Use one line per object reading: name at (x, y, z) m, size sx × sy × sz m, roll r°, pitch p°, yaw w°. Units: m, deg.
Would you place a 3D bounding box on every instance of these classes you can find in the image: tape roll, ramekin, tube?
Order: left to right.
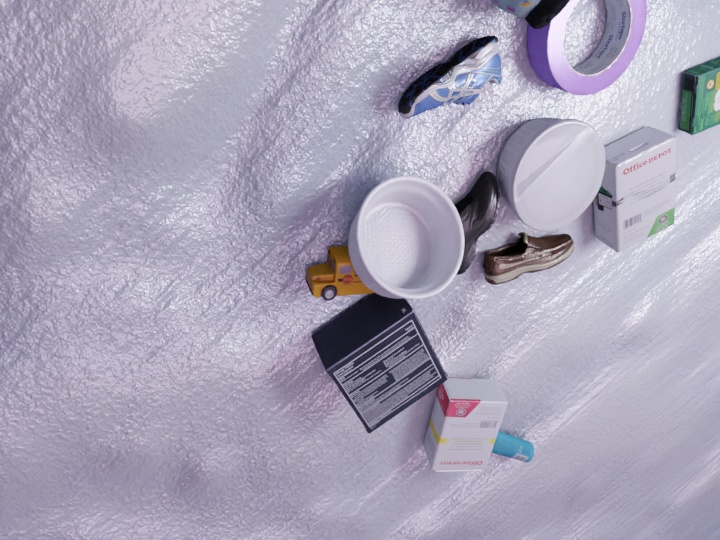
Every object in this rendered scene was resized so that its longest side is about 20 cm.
ramekin at (0.071, -0.048, 0.967) m, size 0.193 × 0.097 × 0.208 m, roll 3°, pitch 80°, yaw -18°
tube at (0.349, 0.435, 1.415) m, size 0.195 × 0.051 × 0.079 m, roll 22°, pitch 106°, yaw -22°
ramekin at (0.344, -0.187, 1.044) m, size 0.195 × 0.095 × 0.209 m, roll -9°, pitch 121°, yaw -16°
tape roll at (0.383, -0.410, 0.956) m, size 0.193 × 0.066 × 0.206 m, roll -9°, pitch 121°, yaw -15°

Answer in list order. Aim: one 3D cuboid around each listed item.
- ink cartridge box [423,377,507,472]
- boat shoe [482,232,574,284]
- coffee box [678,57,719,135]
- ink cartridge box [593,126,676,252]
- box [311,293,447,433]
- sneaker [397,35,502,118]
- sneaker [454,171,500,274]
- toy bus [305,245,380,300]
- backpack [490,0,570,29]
ink cartridge box at (0.236, 0.355, 1.296) m, size 0.140 × 0.084 × 0.206 m, roll 4°, pitch 116°, yaw -13°
boat shoe at (0.340, -0.040, 1.137) m, size 0.197 × 0.075 × 0.077 m, roll -23°, pitch 117°, yaw -7°
coffee box at (0.733, -0.364, 1.124) m, size 0.194 × 0.044 × 0.126 m, roll -23°, pitch 123°, yaw -7°
ink cartridge box at (0.553, -0.164, 1.140) m, size 0.142 × 0.085 × 0.205 m, roll -24°, pitch 123°, yaw -7°
box at (0.039, 0.168, 1.104) m, size 0.197 × 0.124 × 0.201 m, roll -32°, pitch 125°, yaw -3°
sneaker at (0.151, -0.299, 0.920) m, size 0.196 × 0.076 × 0.078 m, roll -31°, pitch 119°, yaw 0°
sneaker at (0.192, -0.091, 1.055) m, size 0.088 × 0.076 × 0.205 m, roll 16°, pitch 108°, yaw -19°
toy bus at (0.000, 0.000, 1.033) m, size 0.193 × 0.065 × 0.081 m, roll -3°, pitch 118°, yaw -19°
backpack at (0.224, -0.452, 0.809) m, size 0.199 × 0.167 × 0.127 m, roll 41°, pitch 96°, yaw -4°
